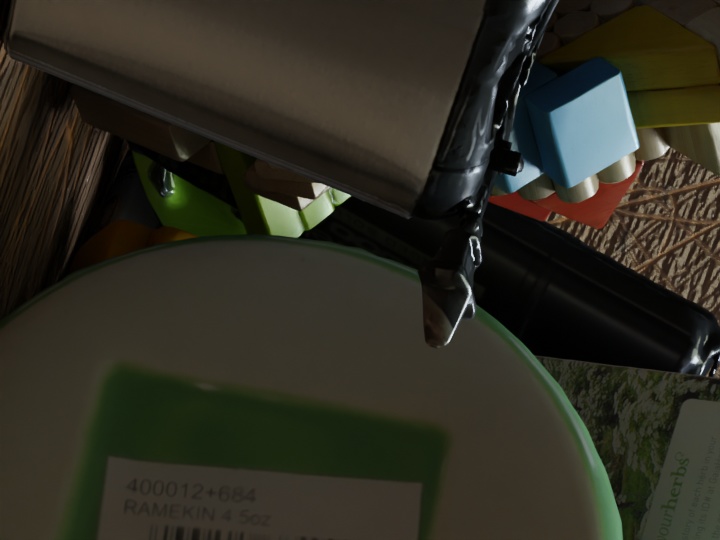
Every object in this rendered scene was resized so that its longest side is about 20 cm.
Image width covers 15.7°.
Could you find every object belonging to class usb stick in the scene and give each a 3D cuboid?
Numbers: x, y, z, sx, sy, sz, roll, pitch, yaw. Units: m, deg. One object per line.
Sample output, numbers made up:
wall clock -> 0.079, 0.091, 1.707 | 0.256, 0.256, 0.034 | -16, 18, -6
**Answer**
usb stick -> 0.016, -0.012, 0.788 | 0.033, 0.199, 0.056 | -57, 173, -34

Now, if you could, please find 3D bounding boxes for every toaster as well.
toaster -> 0.010, -0.125, 0.577 | 0.200, 0.118, 0.182 | -71, 179, -52

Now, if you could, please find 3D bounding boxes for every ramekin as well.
ramekin -> -0.027, 0.089, 0.637 | 0.098, 0.199, 0.201 | 93, 14, -59

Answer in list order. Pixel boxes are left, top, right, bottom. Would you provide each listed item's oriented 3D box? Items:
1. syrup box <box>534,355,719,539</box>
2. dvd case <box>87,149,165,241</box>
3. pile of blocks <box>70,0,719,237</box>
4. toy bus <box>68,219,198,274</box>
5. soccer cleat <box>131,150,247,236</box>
syrup box -> 0.075, 0.078, 0.749 | 0.081, 0.199, 0.079 | 45, 58, -48
dvd case -> -0.053, 0.075, 0.842 | 0.017, 0.143, 0.201 | -21, -142, 43
pile of blocks -> 0.023, -0.031, 0.673 | 0.082, 0.199, 0.062 | -59, 140, -44
toy bus -> -0.065, 0.078, 0.752 | 0.078, 0.065, 0.201 | -31, -141, 50
soccer cleat -> 0.000, 0.000, 0.871 | 0.067, 0.200, 0.081 | -42, -166, 16
